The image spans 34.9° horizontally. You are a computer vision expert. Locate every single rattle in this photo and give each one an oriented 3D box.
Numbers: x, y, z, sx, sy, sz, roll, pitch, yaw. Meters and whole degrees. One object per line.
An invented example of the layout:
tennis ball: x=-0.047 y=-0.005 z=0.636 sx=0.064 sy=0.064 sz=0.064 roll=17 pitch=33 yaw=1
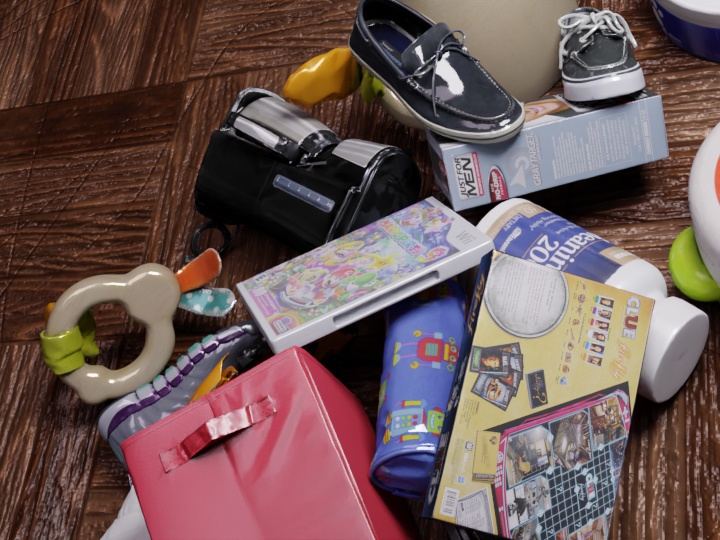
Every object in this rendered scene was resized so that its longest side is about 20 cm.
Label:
rattle: x=-0.227 y=0.037 z=1.180 sx=0.200 sy=0.143 sz=0.130 roll=-41 pitch=95 yaw=-2
rattle: x=0.050 y=-0.152 z=1.100 sx=0.201 sy=0.143 sz=0.130 roll=50 pitch=131 yaw=6

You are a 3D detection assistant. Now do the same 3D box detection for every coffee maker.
coffee maker: x=-0.057 y=-0.060 z=1.142 sx=0.199 sy=0.134 sz=0.194 roll=29 pitch=115 yaw=35

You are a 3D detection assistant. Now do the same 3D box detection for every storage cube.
storage cube: x=-0.063 y=0.199 z=0.932 sx=0.170 sy=0.200 sz=0.181 roll=-29 pitch=64 yaw=6

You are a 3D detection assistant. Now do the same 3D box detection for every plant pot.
plant pot: x=0.114 y=-0.275 z=1.169 sx=0.198 sy=0.135 sz=0.202 roll=-11 pitch=57 yaw=18

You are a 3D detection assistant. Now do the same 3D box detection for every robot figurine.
robot figurine: x=-0.087 y=0.098 z=1.042 sx=0.058 sy=0.145 sz=0.200 roll=42 pitch=94 yaw=28

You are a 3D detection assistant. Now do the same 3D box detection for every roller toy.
roller toy: x=0.360 y=-0.050 z=0.920 sx=0.181 sy=0.140 sz=0.201 roll=28 pitch=75 yaw=34

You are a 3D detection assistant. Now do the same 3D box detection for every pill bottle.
pill bottle: x=0.188 y=0.027 z=0.972 sx=0.199 sy=0.111 sz=0.111 roll=32 pitch=78 yaw=35

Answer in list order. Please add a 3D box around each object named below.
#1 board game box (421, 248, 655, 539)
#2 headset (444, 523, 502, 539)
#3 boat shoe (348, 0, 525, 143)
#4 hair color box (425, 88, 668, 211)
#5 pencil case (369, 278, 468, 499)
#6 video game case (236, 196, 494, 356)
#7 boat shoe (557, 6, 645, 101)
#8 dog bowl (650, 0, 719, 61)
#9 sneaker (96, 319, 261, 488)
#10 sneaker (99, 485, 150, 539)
board game box: x=0.134 y=0.101 z=0.851 sx=0.134 sy=0.035 sz=0.202 roll=17 pitch=78 yaw=-7
headset: x=0.105 y=0.181 z=0.931 sx=0.199 sy=0.094 sz=0.124 roll=22 pitch=71 yaw=50
boat shoe: x=0.063 y=-0.179 z=1.009 sx=0.074 sy=0.063 sz=0.200 roll=-36 pitch=60 yaw=-22
hair color box: x=0.166 y=-0.117 z=1.043 sx=0.198 sy=0.061 sz=0.099 roll=-15 pitch=19 yaw=-1
pencil case: x=0.050 y=0.092 z=0.942 sx=0.077 sy=0.087 sz=0.201 roll=13 pitch=45 yaw=-8
video game case: x=0.000 y=0.000 z=0.976 sx=0.198 sy=0.018 sz=0.143 roll=-24 pitch=23 yaw=-9
boat shoe: x=0.218 y=-0.206 z=1.058 sx=0.073 sy=0.069 sz=0.200 roll=-8 pitch=20 yaw=12
dog bowl: x=0.372 y=-0.302 z=1.100 sx=0.198 sy=0.079 sz=0.202 roll=-11 pitch=58 yaw=18
sneaker: x=-0.156 y=0.131 z=1.110 sx=0.199 sy=0.074 sz=0.088 roll=-35 pitch=71 yaw=10
sneaker: x=-0.176 y=0.232 z=1.004 sx=0.199 sy=0.073 sz=0.116 roll=-3 pitch=55 yaw=59
